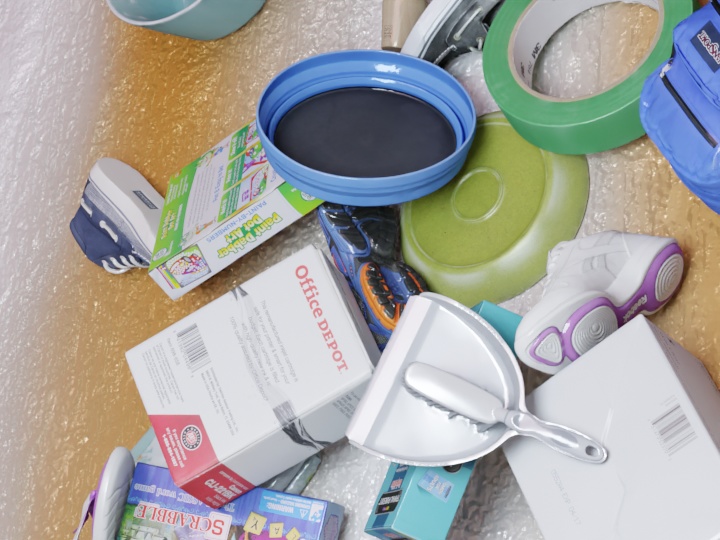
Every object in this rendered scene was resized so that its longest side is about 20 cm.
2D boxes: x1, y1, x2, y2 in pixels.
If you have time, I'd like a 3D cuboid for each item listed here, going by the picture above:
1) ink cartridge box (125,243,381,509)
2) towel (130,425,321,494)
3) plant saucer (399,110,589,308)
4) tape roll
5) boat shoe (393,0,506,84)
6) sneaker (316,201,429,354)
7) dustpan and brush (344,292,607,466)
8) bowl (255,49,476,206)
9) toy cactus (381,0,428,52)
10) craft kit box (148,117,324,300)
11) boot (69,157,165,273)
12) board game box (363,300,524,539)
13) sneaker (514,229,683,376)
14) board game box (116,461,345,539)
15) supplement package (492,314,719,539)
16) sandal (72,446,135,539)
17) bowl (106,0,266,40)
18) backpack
[{"bbox_3d":[-0.084,0.093,1.691,0.200,0.084,0.144,-30,60,9],"label":"ink cartridge box"},{"bbox_3d":[-0.144,0.196,1.807,0.200,0.048,0.171,-52,47,3],"label":"towel"},{"bbox_3d":[0.113,-0.064,1.764,0.200,0.031,0.200,-17,59,29],"label":"plant saucer"},{"bbox_3d":[0.209,-0.199,1.732,0.200,0.048,0.201,-16,51,21],"label":"tape roll"},{"bbox_3d":[0.104,-0.238,1.833,0.071,0.072,0.200,39,112,8],"label":"boat shoe"},{"bbox_3d":[0.000,0.000,1.783,0.200,0.075,0.079,-111,34,-42],"label":"sneaker"},{"bbox_3d":[0.100,0.108,1.510,0.200,0.057,0.140,24,79,12],"label":"dustpan and brush"},{"bbox_3d":[0.004,-0.130,1.764,0.200,0.039,0.201,1,41,-1],"label":"bowl"},{"bbox_3d":[0.049,-0.297,1.904,0.200,0.102,0.165,6,80,29],"label":"toy cactus"},{"bbox_3d":[-0.109,-0.083,1.877,0.197,0.049,0.200,-30,25,18],"label":"craft kit box"},{"bbox_3d":[-0.225,-0.025,1.983,0.200,0.073,0.090,47,120,38],"label":"boot"},{"bbox_3d":[0.071,0.133,1.621,0.151,0.047,0.200,135,158,-78],"label":"board game box"},{"bbox_3d":[0.178,0.024,1.588,0.100,0.075,0.200,19,35,36],"label":"sneaker"},{"bbox_3d":[-0.130,0.285,1.711,0.200,0.041,0.200,7,78,25],"label":"board game box"},{"bbox_3d":[0.222,0.168,1.505,0.156,0.111,0.200,-37,51,16],"label":"supplement package"},{"bbox_3d":[-0.243,0.253,1.770,0.050,0.082,0.203,11,114,8],"label":"sandal"},{"bbox_3d":[-0.166,-0.325,2.060,0.201,0.105,0.201,-17,58,29],"label":"bowl"},{"bbox_3d":[0.323,-0.150,1.565,0.200,0.168,0.163,-42,42,17],"label":"backpack"}]
